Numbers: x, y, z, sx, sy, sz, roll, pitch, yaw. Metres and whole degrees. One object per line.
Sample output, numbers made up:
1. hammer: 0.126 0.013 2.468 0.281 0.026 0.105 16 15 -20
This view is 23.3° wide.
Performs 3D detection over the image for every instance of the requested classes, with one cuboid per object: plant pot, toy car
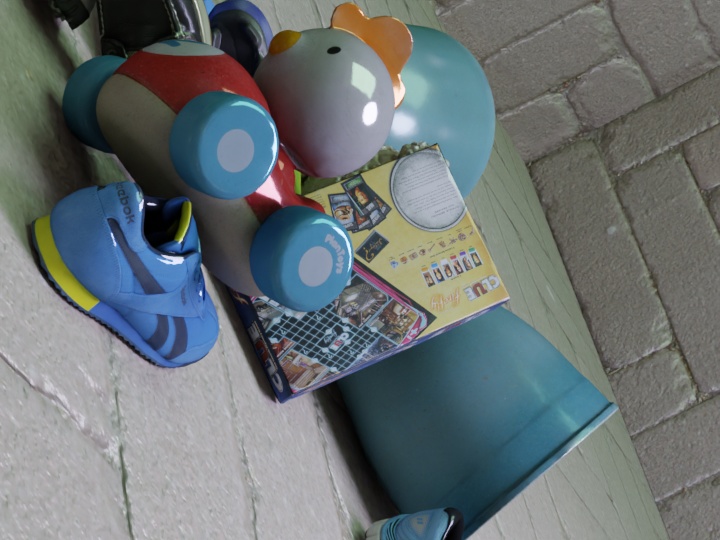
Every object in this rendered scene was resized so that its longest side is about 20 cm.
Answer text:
1. plant pot: 0.077 0.106 1.436 0.188 0.200 0.200 50 9 9
2. plant pot: 0.005 -0.146 1.656 0.161 0.200 0.202 6 57 -61
3. toy car: -0.051 -0.104 1.102 0.184 0.200 0.177 22 -28 53

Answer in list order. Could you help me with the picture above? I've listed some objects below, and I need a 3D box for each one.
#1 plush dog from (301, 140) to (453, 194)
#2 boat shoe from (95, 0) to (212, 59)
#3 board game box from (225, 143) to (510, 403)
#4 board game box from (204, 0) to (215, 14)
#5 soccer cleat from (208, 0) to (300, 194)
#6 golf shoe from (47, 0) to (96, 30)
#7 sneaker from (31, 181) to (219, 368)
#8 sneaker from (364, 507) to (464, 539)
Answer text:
1. plush dog: -0.034 -0.087 1.457 0.173 0.160 0.200 57 -10 -11
2. boat shoe: -0.138 -0.132 1.176 0.066 0.071 0.202 -72 156 -50
3. board game box: 0.000 0.000 1.314 0.136 0.199 0.035 65 -26 7
4. board game box: -0.143 -0.151 1.333 0.200 0.039 0.160 56 31 -68
5. soccer cleat: -0.082 -0.115 1.365 0.084 0.064 0.202 -85 168 -68
6. golf shoe: -0.194 -0.248 1.221 0.077 0.087 0.201 56 15 -39
7. sneaker: -0.116 0.002 1.044 0.066 0.078 0.200 67 10 27
8. sneaker: 0.071 0.264 1.278 0.078 0.089 0.202 38 29 -65
